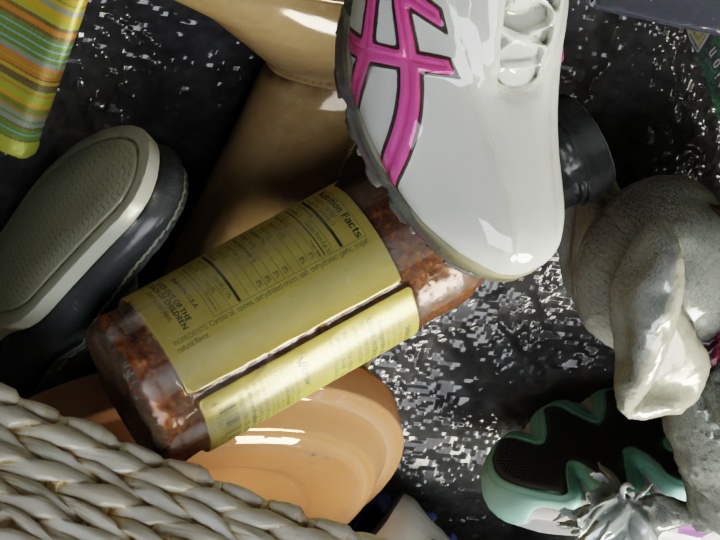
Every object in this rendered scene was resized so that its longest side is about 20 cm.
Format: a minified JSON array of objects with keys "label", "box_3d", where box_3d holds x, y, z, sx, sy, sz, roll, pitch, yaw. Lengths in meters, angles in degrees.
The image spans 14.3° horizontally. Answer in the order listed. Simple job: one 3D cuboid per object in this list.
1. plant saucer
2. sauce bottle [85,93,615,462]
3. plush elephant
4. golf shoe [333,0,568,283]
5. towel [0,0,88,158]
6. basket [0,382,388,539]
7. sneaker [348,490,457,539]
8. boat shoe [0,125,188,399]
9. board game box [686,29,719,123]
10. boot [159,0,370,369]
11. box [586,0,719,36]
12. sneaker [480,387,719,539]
[{"label":"plant saucer","box_3d":[-0.079,0.091,1.132,0.200,0.032,0.200,-13,154,-6]},{"label":"sauce bottle","box_3d":[0.000,0.000,1.034,0.200,0.066,0.066,-27,130,-16]},{"label":"plush elephant","box_3d":[0.146,0.016,1.085,0.200,0.165,0.155,-24,119,-2]},{"label":"golf shoe","box_3d":[0.035,-0.096,0.960,0.073,0.200,0.092,-13,178,-35]},{"label":"towel","box_3d":[-0.119,-0.138,0.985,0.086,0.018,0.200,30,122,8]},{"label":"basket","box_3d":[-0.098,0.171,1.008,0.198,0.161,0.200,23,144,-1]},{"label":"sneaker","box_3d":[0.046,0.147,1.206,0.199,0.115,0.081,5,138,-34]},{"label":"boat shoe","box_3d":[-0.109,0.014,1.078,0.068,0.072,0.200,21,139,-20]},{"label":"board game box","box_3d":[0.188,-0.027,1.034,0.105,0.200,0.023,-5,157,-30]},{"label":"boot","box_3d":[-0.043,-0.044,1.067,0.175,0.066,0.200,13,125,-20]},{"label":"box","box_3d":[0.190,-0.181,0.968,0.200,0.123,0.199,11,124,-17]},{"label":"sneaker","box_3d":[0.149,0.118,1.219,0.200,0.078,0.140,-6,127,-6]}]
